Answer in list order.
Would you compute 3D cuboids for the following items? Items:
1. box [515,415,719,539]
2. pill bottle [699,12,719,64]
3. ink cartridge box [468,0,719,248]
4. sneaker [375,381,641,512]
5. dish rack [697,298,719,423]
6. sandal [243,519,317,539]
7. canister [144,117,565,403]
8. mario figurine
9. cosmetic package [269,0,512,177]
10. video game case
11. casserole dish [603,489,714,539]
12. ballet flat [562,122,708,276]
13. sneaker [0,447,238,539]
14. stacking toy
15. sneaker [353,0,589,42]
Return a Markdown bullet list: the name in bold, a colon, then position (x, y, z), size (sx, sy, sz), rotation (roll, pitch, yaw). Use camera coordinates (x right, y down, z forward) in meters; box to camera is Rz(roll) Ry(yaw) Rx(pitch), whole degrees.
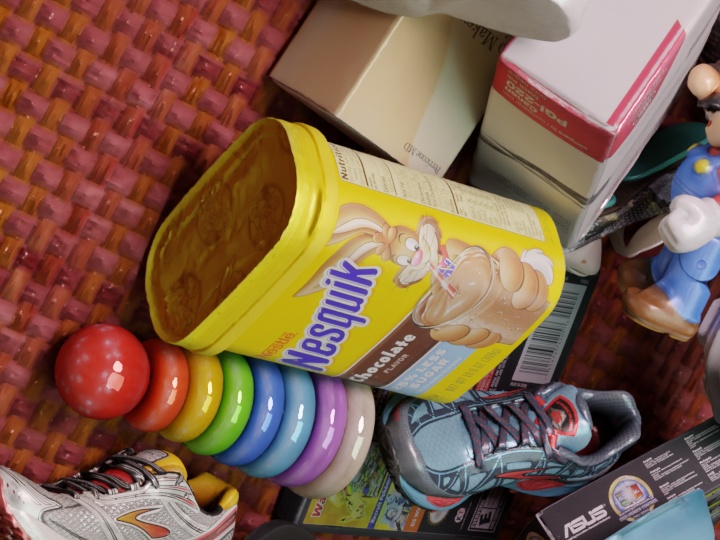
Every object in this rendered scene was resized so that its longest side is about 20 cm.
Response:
- **box**: position (0.179, 0.167, 1.735), size (0.199, 0.044, 0.160), rotation (-26, 162, -26)
- **pill bottle**: position (0.264, -0.175, 1.639), size (0.110, 0.111, 0.201), rotation (-27, 126, -25)
- **ink cartridge box**: position (0.139, -0.118, 1.507), size (0.146, 0.085, 0.200), rotation (-54, 170, -16)
- **sneaker**: position (0.095, 0.094, 1.608), size (0.199, 0.095, 0.080), rotation (-1, 69, -46)
- **dish rack**: position (0.266, 0.003, 1.643), size (0.201, 0.043, 0.172), rotation (-61, 162, -12)
- **sandal**: position (-0.026, 0.208, 1.619), size (0.075, 0.045, 0.200), rotation (-62, 146, -5)
- **canister**: position (0.000, 0.000, 1.486), size (0.199, 0.087, 0.149), rotation (15, 135, -35)
- **mario figurine**: position (0.205, -0.068, 1.566), size (0.106, 0.123, 0.201), rotation (14, 110, -41)
- **cosmetic package**: position (0.049, -0.161, 1.499), size (0.105, 0.071, 0.201), rotation (32, 91, -44)
- **video game case**: position (0.050, 0.076, 1.656), size (0.180, 0.025, 0.201), rotation (9, 107, -42)
- **casserole dish**: position (0.160, 0.205, 1.659), size (0.121, 0.039, 0.200), rotation (-25, 161, -30)
- **ballet flat**: position (0.154, -0.034, 1.648), size (0.199, 0.072, 0.073), rotation (-21, 124, -31)
- **sneaker**: position (-0.147, 0.134, 1.499), size (0.199, 0.078, 0.083), rotation (21, 94, -53)
- **stacking toy**: position (-0.090, 0.072, 1.512), size (0.199, 0.085, 0.086), rotation (18, 100, -36)
- **sneaker**: position (0.045, -0.188, 1.415), size (0.089, 0.199, 0.075), rotation (-62, 155, -21)
